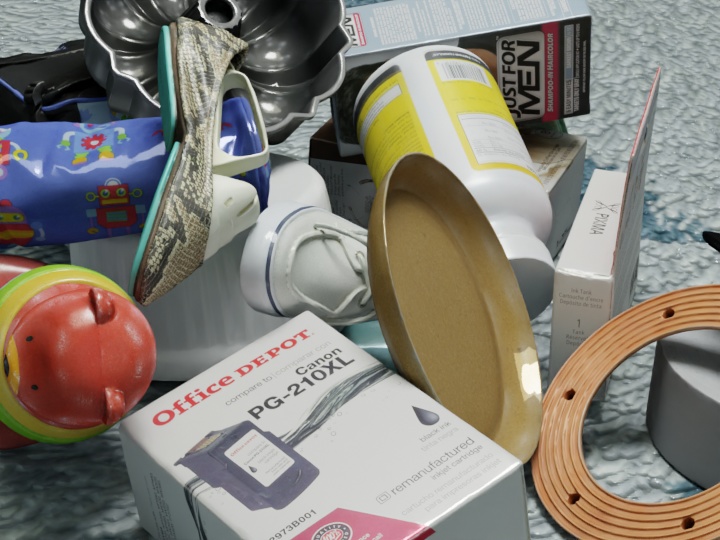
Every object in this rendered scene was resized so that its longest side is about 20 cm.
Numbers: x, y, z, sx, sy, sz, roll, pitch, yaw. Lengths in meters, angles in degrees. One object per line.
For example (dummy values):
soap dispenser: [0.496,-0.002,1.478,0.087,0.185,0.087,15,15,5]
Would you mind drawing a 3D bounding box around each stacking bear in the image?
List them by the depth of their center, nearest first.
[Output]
stacking bear: [-0.174,0.049,1.071,0.112,0.123,0.200,0,-1,-20]

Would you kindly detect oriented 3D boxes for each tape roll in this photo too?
tape roll: [0.290,0.082,1.210,0.198,0.067,0.201,2,28,-1]

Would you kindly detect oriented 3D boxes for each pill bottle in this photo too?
pill bottle: [0.070,-0.056,1.302,0.111,0.113,0.201,-5,50,-17]

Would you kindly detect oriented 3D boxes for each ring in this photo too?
ring: [0.196,0.091,1.123,0.199,0.019,0.202,-22,41,20]

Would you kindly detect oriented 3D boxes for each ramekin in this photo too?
ramekin: [-0.107,-0.010,1.266,0.198,0.099,0.201,-5,22,2]

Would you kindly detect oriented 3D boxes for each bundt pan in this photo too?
bundt pan: [-0.111,-0.164,1.308,0.200,0.076,0.204,11,58,-19]

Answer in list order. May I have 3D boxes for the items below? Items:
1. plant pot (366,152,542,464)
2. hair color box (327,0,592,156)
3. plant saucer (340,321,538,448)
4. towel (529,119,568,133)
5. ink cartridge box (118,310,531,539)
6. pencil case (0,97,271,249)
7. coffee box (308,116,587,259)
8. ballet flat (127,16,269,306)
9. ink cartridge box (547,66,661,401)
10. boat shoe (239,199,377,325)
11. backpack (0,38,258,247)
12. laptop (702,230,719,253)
plant pot: [0.055,0.027,1.123,0.027,0.201,0.200,-20,18,23]
hair color box: [0.073,-0.157,1.396,0.198,0.100,0.061,-10,46,-3]
plant saucer: [0.018,0.086,1.210,0.198,0.028,0.201,4,27,-2]
towel: [0.079,-0.127,1.538,0.198,0.024,0.153,15,-16,20]
ink cartridge box: [-0.023,0.125,1.033,0.144,0.085,0.199,-30,40,-26]
pencil case: [-0.156,-0.063,1.170,0.197,0.079,0.087,-7,38,-5]
coffee box: [0.067,-0.070,1.458,0.198,0.081,0.114,13,29,17]
ballet flat: [-0.091,-0.066,1.093,0.074,0.068,0.202,9,56,-9]
ink cartridge box: [0.171,-0.032,1.282,0.044,0.178,0.200,8,24,12]
boat shoe: [-0.001,0.005,1.156,0.085,0.076,0.202,11,-3,23]
backpack: [-0.174,-0.105,1.414,0.198,0.149,0.183,-16,23,-25]
laptop: [0.354,-0.018,1.158,0.198,0.104,0.177,8,20,-31]
